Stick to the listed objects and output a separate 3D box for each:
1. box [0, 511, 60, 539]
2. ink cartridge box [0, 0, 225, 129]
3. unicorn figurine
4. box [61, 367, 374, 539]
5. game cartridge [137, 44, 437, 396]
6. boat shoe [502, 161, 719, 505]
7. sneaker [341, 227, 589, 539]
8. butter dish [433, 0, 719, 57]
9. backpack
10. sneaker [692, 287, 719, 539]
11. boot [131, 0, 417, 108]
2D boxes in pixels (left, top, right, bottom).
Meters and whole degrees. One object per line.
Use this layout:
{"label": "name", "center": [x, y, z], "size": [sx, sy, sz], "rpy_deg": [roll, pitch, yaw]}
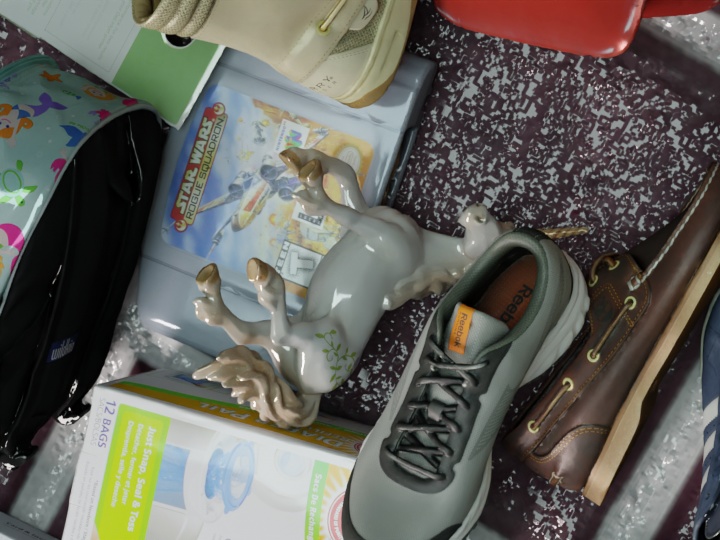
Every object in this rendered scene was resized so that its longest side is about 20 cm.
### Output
{"label": "box", "center": [-0.200, 0.257, 1.608], "size": [0.155, 0.041, 0.201], "rpy_deg": [23, 101, 15]}
{"label": "ink cartridge box", "center": [-0.141, -0.191, 1.560], "size": [0.200, 0.048, 0.146], "rpy_deg": [33, 102, 12]}
{"label": "unicorn figurine", "center": [0.000, 0.000, 1.483], "size": [0.200, 0.074, 0.137], "rpy_deg": [-48, 120, 0]}
{"label": "box", "center": [-0.050, 0.134, 1.521], "size": [0.199, 0.101, 0.113], "rpy_deg": [15, 98, 16]}
{"label": "game cartridge", "center": [-0.049, -0.044, 1.547], "size": [0.133, 0.042, 0.201], "rpy_deg": [20, 99, 11]}
{"label": "boat shoe", "center": [0.143, 0.026, 1.470], "size": [0.070, 0.070, 0.200], "rpy_deg": [30, 101, 10]}
{"label": "sneaker", "center": [0.045, 0.063, 1.415], "size": [0.074, 0.079, 0.201], "rpy_deg": [24, 76, 23]}
{"label": "butter dish", "center": [0.147, -0.208, 1.426], "size": [0.199, 0.147, 0.201], "rpy_deg": [22, 102, 60]}
{"label": "backpack", "center": [-0.195, -0.019, 1.512], "size": [0.150, 0.178, 0.200], "rpy_deg": [30, 114, 11]}
{"label": "sneaker", "center": [0.210, 0.101, 1.447], "size": [0.075, 0.084, 0.201], "rpy_deg": [-2, 92, 18]}
{"label": "boot", "center": [-0.037, -0.202, 1.461], "size": [0.073, 0.155, 0.201], "rpy_deg": [3, 77, 59]}
